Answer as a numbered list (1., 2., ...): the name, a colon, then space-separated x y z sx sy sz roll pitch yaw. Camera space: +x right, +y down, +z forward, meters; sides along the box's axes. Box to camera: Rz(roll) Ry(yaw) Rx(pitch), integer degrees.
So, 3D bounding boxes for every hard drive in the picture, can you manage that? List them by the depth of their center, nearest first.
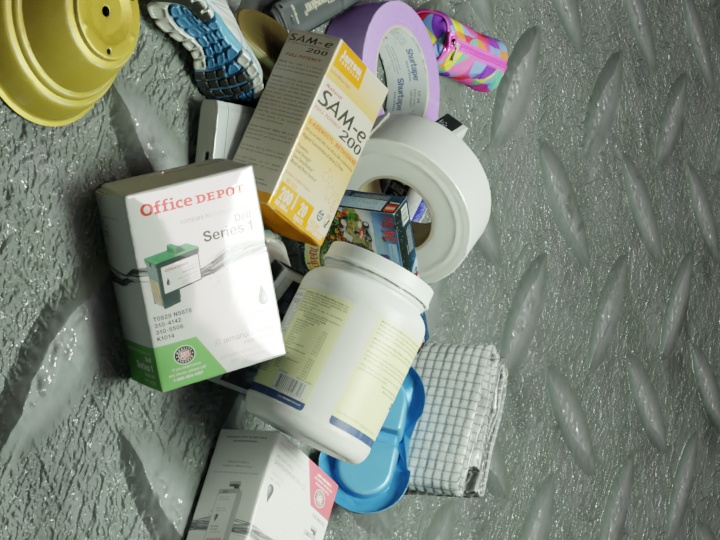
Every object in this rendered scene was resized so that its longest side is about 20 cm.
1. hard drive: -0.116 -0.113 1.735 0.200 0.027 0.133 3 93 -60

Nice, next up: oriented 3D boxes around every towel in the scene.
1. towel: 0.091 0.193 1.951 0.086 0.164 0.201 52 46 -53

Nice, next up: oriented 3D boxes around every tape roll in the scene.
1. tape roll: 0.053 -0.085 1.865 0.071 0.201 0.204 -50 130 -47
2. tape roll: 0.027 -0.237 1.961 0.200 0.065 0.202 2 87 -59

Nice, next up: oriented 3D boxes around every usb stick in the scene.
1. usb stick: -0.057 -0.318 1.854 0.200 0.032 0.056 -41 123 -52

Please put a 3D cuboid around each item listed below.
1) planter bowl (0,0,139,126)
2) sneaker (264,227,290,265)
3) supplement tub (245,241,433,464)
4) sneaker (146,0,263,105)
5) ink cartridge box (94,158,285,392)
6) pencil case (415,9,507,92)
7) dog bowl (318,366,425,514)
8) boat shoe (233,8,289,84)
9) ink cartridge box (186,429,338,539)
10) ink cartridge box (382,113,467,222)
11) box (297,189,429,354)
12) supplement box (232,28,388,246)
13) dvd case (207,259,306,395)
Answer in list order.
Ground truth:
1. planter bowl: -0.265 -0.238 1.448 0.200 0.083 0.202 5 85 -60
2. sneaker: -0.118 -0.016 1.704 0.200 0.075 0.089 59 38 -55
3. supplement tub: -0.019 0.086 1.630 0.145 0.144 0.201 39 75 -52
4. sneaker: -0.156 -0.260 1.651 0.200 0.074 0.087 59 25 -48
5. ink cartridge box: -0.169 0.001 1.545 0.145 0.084 0.202 -17 105 -27
6. pencil case: 0.132 -0.300 2.124 0.200 0.088 0.089 6 83 -60
7. dog bowl: 0.012 0.202 1.876 0.050 0.111 0.201 103 0 -66
8. boat shoe: -0.094 -0.228 1.767 0.200 0.063 0.074 30 42 -53
9. ink cartridge box: -0.113 0.293 1.677 0.147 0.082 0.201 49 48 -47
10. ink cartridge box: 0.063 -0.100 1.970 0.099 0.039 0.201 -36 157 -49
11. box: 0.000 0.000 1.800 0.038 0.136 0.201 -53 142 -45
12. supplement box: -0.059 -0.145 1.702 0.126 0.073 0.201 38 72 -56
13. dvd case: -0.081 0.078 1.723 0.151 0.025 0.200 -53 145 5
